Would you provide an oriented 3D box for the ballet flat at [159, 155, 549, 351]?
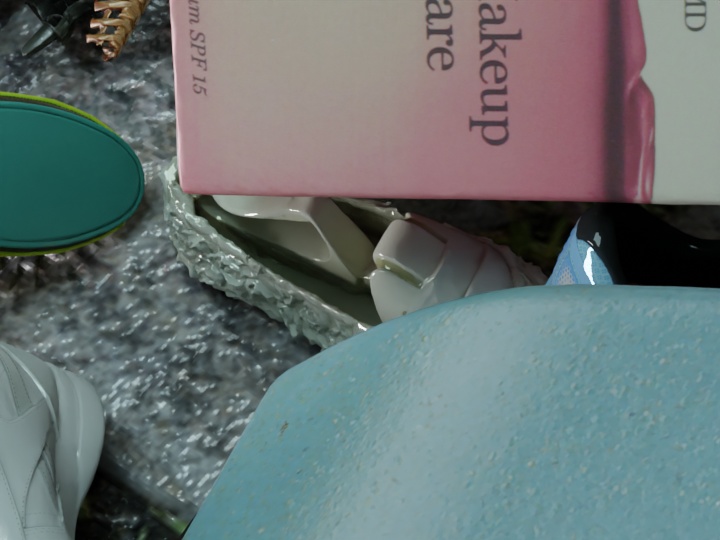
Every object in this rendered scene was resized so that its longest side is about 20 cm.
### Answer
[{"bbox_3d":[0.000,0.000,0.838,0.200,0.072,0.072,21,61,30],"label":"ballet flat"}]

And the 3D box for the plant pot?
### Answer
[{"bbox_3d":[0.048,0.124,0.648,0.200,0.197,0.196,10,56,31],"label":"plant pot"}]

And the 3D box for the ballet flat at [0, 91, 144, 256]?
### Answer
[{"bbox_3d":[-0.182,-0.035,0.880,0.200,0.067,0.067,-7,4,-42],"label":"ballet flat"}]

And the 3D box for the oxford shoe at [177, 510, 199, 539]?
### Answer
[{"bbox_3d":[-0.071,0.178,0.722,0.071,0.071,0.200,33,74,-6],"label":"oxford shoe"}]

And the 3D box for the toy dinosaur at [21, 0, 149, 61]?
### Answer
[{"bbox_3d":[-0.106,-0.164,0.937,0.136,0.102,0.200,-27,19,22],"label":"toy dinosaur"}]

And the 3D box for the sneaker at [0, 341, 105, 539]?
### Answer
[{"bbox_3d":[-0.139,0.090,0.769,0.075,0.100,0.200,-42,32,17],"label":"sneaker"}]

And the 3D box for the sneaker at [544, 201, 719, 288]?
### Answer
[{"bbox_3d":[0.146,0.036,0.727,0.200,0.090,0.078,22,44,20],"label":"sneaker"}]

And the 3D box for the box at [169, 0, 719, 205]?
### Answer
[{"bbox_3d":[0.042,-0.095,0.776,0.199,0.128,0.109,1,13,17],"label":"box"}]
